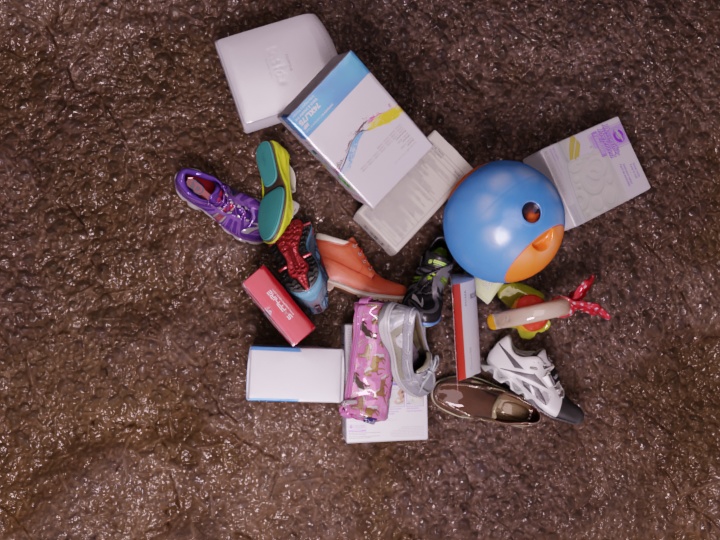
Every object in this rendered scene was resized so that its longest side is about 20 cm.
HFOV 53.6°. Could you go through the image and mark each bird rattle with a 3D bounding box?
[{"bbox_3d":[0.310,0.074,1.214,0.162,0.199,0.114,-12,95,-36],"label":"bird rattle"}]

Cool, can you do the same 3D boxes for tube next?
[{"bbox_3d":[0.268,-0.034,1.289,0.200,0.058,0.052,-46,108,-7],"label":"tube"}]

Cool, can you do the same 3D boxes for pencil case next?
[{"bbox_3d":[0.017,0.146,1.171,0.082,0.087,0.202,7,84,8],"label":"pencil case"}]

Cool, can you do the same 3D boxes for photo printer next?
[{"bbox_3d":[-0.134,-0.347,1.240,0.198,0.069,0.168,-19,90,-8],"label":"photo printer"}]

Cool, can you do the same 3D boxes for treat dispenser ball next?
[{"bbox_3d":[0.236,-0.080,1.179,0.198,0.201,0.203,0,87,-7],"label":"treat dispenser ball"}]

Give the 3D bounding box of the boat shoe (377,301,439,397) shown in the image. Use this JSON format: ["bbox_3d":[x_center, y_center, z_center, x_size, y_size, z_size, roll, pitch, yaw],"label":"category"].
[{"bbox_3d":[0.087,0.133,1.145,0.075,0.064,0.203,-54,136,-39],"label":"boat shoe"}]

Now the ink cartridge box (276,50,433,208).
[{"bbox_3d":[-0.012,-0.229,1.168,0.146,0.147,0.200,-46,107,0],"label":"ink cartridge box"}]

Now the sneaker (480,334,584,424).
[{"bbox_3d":[0.315,0.188,1.240,0.199,0.074,0.089,34,104,5],"label":"sneaker"}]

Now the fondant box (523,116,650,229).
[{"bbox_3d":[0.406,-0.173,1.276,0.199,0.058,0.145,-25,89,-26],"label":"fondant box"}]

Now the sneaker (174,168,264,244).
[{"bbox_3d":[-0.228,-0.108,1.209,0.199,0.083,0.081,26,84,-8],"label":"sneaker"}]

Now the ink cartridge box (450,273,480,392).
[{"bbox_3d":[0.176,0.097,1.183,0.056,0.200,0.165,-4,97,3],"label":"ink cartridge box"}]

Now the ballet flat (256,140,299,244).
[{"bbox_3d":[-0.135,-0.130,1.207,0.067,0.066,0.202,23,50,-46],"label":"ballet flat"}]

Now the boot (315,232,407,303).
[{"bbox_3d":[0.000,0.000,1.241,0.198,0.075,0.108,16,80,-5],"label":"boot"}]

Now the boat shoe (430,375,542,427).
[{"bbox_3d":[0.226,0.231,1.255,0.200,0.075,0.076,11,86,-7],"label":"boat shoe"}]

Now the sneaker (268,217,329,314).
[{"bbox_3d":[-0.097,-0.005,1.174,0.079,0.201,0.096,-21,130,6],"label":"sneaker"}]

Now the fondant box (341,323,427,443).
[{"bbox_3d":[0.040,0.192,1.242,0.143,0.058,0.203,0,88,-7],"label":"fondant box"}]

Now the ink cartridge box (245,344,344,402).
[{"bbox_3d":[-0.109,0.164,1.151,0.145,0.200,0.087,3,86,-8],"label":"ink cartridge box"}]

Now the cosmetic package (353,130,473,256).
[{"bbox_3d":[0.091,-0.133,1.250,0.103,0.087,0.200,45,84,-1],"label":"cosmetic package"}]

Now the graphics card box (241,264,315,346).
[{"bbox_3d":[-0.131,0.055,1.155,0.051,0.200,0.126,-40,91,-6],"label":"graphics card box"}]

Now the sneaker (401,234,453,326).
[{"bbox_3d":[0.116,0.014,1.205,0.070,0.083,0.201,13,46,10],"label":"sneaker"}]
